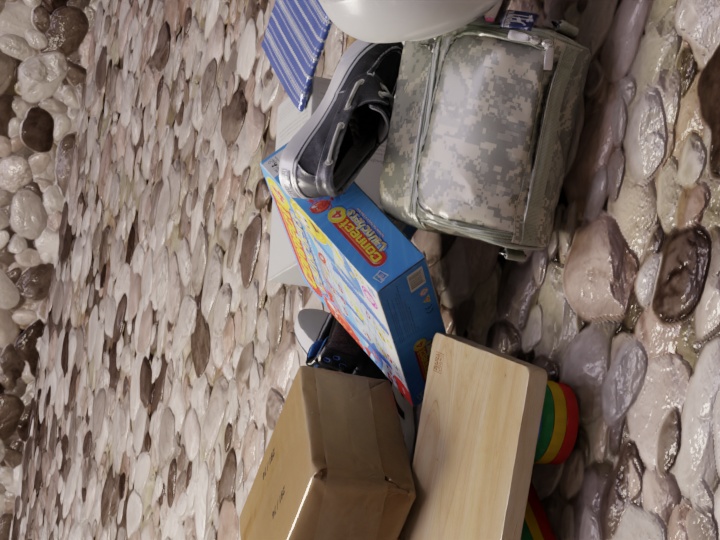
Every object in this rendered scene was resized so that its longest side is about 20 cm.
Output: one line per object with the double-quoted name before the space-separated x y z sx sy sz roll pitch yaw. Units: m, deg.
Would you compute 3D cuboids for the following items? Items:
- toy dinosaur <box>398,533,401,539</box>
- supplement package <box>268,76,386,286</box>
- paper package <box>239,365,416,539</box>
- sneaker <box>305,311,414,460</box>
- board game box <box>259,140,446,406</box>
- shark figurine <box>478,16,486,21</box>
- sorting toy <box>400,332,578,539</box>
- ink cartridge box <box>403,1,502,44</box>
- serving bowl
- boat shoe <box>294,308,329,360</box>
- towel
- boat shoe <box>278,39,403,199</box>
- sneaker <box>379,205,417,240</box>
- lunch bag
"toy dinosaur" 0.050 0.237 1.658 0.106 0.060 0.202 -132 53 -65
"supplement package" -0.025 -0.089 1.888 0.117 0.116 0.203 153 123 -64
"paper package" -0.035 0.220 1.643 0.191 0.102 0.202 -101 28 -59
"sneaker" -0.005 0.125 1.768 0.073 0.111 0.203 160 116 -68
"board game box" 0.000 0.000 1.645 0.196 0.056 0.201 47 166 35
"shark figurine" 0.080 -0.172 1.616 0.128 0.089 0.216 37 127 34
"sorting toy" 0.115 0.170 1.498 0.199 0.069 0.203 -162 81 -69
"ink cartridge box" 0.085 -0.270 1.720 0.118 0.067 0.201 -111 39 -52
"serving bowl" 0.065 -0.242 1.483 0.066 0.199 0.200 66 168 -20
"boat shoe" -0.030 0.114 1.906 0.200 0.070 0.070 54 130 53
"towel" -0.051 -0.290 1.850 0.145 0.024 0.202 -118 41 -50
"boat shoe" 0.002 -0.140 1.574 0.067 0.072 0.201 6 46 35
"sneaker" 0.064 -0.094 1.748 0.072 0.072 0.202 -155 87 -80
"lunch bag" 0.117 -0.120 1.513 0.167 0.138 0.203 21 101 58
